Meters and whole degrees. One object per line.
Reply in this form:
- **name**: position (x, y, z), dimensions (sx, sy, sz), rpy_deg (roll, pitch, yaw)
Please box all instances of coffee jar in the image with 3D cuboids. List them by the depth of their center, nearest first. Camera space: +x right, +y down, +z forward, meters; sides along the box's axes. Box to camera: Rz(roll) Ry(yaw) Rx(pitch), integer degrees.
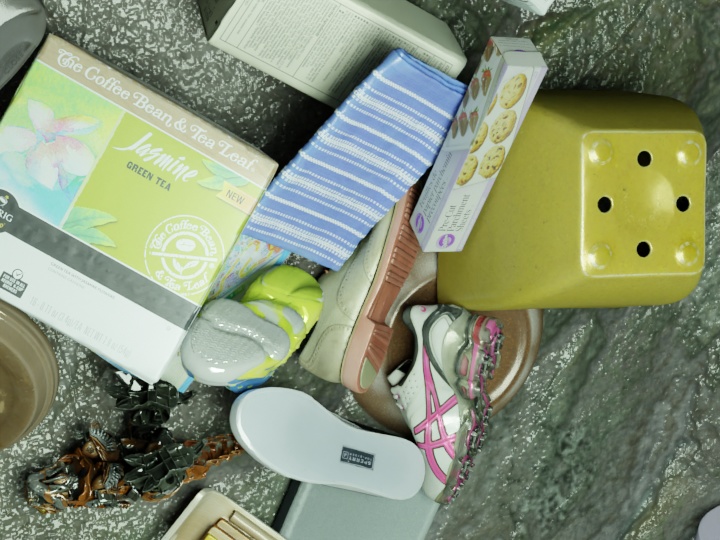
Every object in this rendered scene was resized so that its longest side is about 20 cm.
- **coffee jar**: position (-0.292, -0.187, 1.324), dimensions (0.085, 0.200, 0.104), rpy_deg (41, 89, -26)

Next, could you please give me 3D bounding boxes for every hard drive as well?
- **hard drive**: position (-0.012, 0.240, 1.659), dimensions (0.139, 0.033, 0.201), rpy_deg (20, 98, -25)

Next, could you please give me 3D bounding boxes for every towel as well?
- **towel**: position (0.005, -0.085, 1.477), dimensions (0.200, 0.024, 0.145), rpy_deg (-47, 148, 15)

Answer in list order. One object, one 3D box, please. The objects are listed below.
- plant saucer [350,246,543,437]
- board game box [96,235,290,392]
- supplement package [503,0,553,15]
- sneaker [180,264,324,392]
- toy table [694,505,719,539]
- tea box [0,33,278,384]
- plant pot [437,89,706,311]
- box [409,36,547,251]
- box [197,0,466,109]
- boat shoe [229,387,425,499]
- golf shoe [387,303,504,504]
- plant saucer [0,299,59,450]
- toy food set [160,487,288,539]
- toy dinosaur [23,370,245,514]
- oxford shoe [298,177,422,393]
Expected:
- **plant saucer**: position (0.081, 0.062, 1.640), dimensions (0.199, 0.037, 0.202), rpy_deg (-6, 109, -19)
- **board game box**: position (-0.150, -0.004, 1.529), dimensions (0.134, 0.034, 0.200), rpy_deg (38, 90, -27)
- **supplement package**: position (0.110, -0.350, 1.463), dimensions (0.200, 0.147, 0.192), rpy_deg (38, 90, -27)
- **sneaker**: position (-0.096, 0.071, 1.477), dimensions (0.076, 0.200, 0.105), rpy_deg (37, 119, 12)
- **toy table**: position (0.428, 0.227, 1.758), dimensions (0.199, 0.184, 0.118), rpy_deg (-7, 125, -32)
- **tea box**: position (-0.198, -0.051, 1.414), dimensions (0.199, 0.134, 0.198), rpy_deg (28, 91, -10)
- **plant pot**: position (0.191, -0.059, 1.534), dimensions (0.193, 0.200, 0.197), rpy_deg (-1, 93, -21)
- **box**: position (0.094, -0.100, 1.485), dimensions (0.041, 0.039, 0.201), rpy_deg (1, 134, -27)
- **box**: position (-0.023, -0.193, 1.485), dimensions (0.199, 0.078, 0.095), rpy_deg (27, 113, -27)
- **boat shoe**: position (-0.038, 0.153, 1.560), dimensions (0.199, 0.065, 0.074), rpy_deg (28, 71, -32)
- **golf shoe**: position (0.069, 0.114, 1.599), dimensions (0.092, 0.073, 0.201), rpy_deg (17, 123, 16)
- **plant saucer**: position (-0.337, 0.087, 1.434), dimensions (0.199, 0.030, 0.201), rpy_deg (-2, 133, -2)
- **toy food set**: position (-0.103, 0.301, 1.597), dimensions (0.200, 0.060, 0.144), rpy_deg (37, 96, -9)
- **toy dinosaur**: position (-0.181, 0.153, 1.534), dimensions (0.199, 0.136, 0.102), rpy_deg (-31, 70, -26)
- **oxford shoe**: position (0.000, 0.000, 1.571), dimensions (0.071, 0.073, 0.201), rpy_deg (42, 65, -67)
